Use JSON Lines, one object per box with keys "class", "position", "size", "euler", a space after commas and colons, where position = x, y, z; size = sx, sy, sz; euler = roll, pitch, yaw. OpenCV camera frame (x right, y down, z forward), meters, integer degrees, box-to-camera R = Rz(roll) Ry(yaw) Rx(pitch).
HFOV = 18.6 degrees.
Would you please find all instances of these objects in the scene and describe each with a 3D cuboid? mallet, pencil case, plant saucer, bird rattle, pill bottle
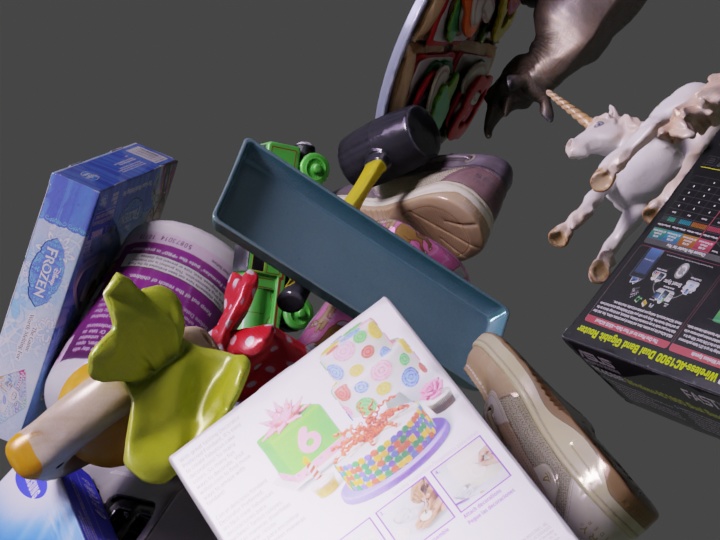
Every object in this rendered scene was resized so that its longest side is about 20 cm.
{"class": "mallet", "position": [-0.015, -0.034, 1.392], "size": [0.066, 0.041, 0.200], "euler": [-20, 25, 42]}
{"class": "pencil case", "position": [-0.006, 0.063, 1.376], "size": [0.201, 0.083, 0.086], "euler": [-58, 9, -20]}
{"class": "plant saucer", "position": [0.000, 0.000, 1.325], "size": [0.019, 0.199, 0.070], "euler": [-42, 21, 47]}
{"class": "bird rattle", "position": [-0.125, 0.061, 1.265], "size": [0.163, 0.113, 0.200], "euler": [-33, 2, 10]}
{"class": "pill bottle", "position": [-0.161, 0.071, 1.591], "size": [0.112, 0.112, 0.201], "euler": [-20, 36, 47]}

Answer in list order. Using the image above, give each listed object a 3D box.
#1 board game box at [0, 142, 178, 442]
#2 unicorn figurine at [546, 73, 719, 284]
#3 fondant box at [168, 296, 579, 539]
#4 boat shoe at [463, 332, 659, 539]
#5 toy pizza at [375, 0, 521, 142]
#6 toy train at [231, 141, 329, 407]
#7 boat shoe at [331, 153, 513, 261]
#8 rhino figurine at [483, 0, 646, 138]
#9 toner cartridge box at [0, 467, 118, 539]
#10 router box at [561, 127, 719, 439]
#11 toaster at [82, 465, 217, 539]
{"class": "board game box", "position": [-0.212, 0.013, 1.658], "size": [0.200, 0.043, 0.200], "euler": [-39, -30, -75]}
{"class": "unicorn figurine", "position": [0.163, -0.064, 1.295], "size": [0.200, 0.074, 0.138], "euler": [-20, 26, 52]}
{"class": "fondant box", "position": [0.011, 0.128, 1.105], "size": [0.144, 0.058, 0.200], "euler": [-36, 50, -2]}
{"class": "boat shoe", "position": [0.091, 0.097, 1.180], "size": [0.065, 0.072, 0.200], "euler": [-45, 30, 4]}
{"class": "toy pizza", "position": [0.071, -0.155, 1.518], "size": [0.201, 0.032, 0.201], "euler": [-55, -18, -27]}
{"class": "toy train", "position": [-0.060, 0.009, 1.493], "size": [0.042, 0.056, 0.201], "euler": [-9, 72, 63]}
{"class": "boat shoe", "position": [0.035, -0.040, 1.488], "size": [0.065, 0.072, 0.200], "euler": [-45, 16, -26]}
{"class": "rhino figurine", "position": [0.144, -0.172, 1.504], "size": [0.200, 0.060, 0.087], "euler": [-52, 26, -3]}
{"class": "toner cartridge box", "position": [-0.185, 0.177, 1.265], "size": [0.095, 0.043, 0.200], "euler": [-47, 24, 1]}
{"class": "router box", "position": [0.210, 0.012, 1.113], "size": [0.150, 0.062, 0.200], "euler": [-51, 24, -8]}
{"class": "toaster", "position": [-0.143, 0.212, 1.342], "size": [0.200, 0.119, 0.181], "euler": [-56, 24, -17]}
